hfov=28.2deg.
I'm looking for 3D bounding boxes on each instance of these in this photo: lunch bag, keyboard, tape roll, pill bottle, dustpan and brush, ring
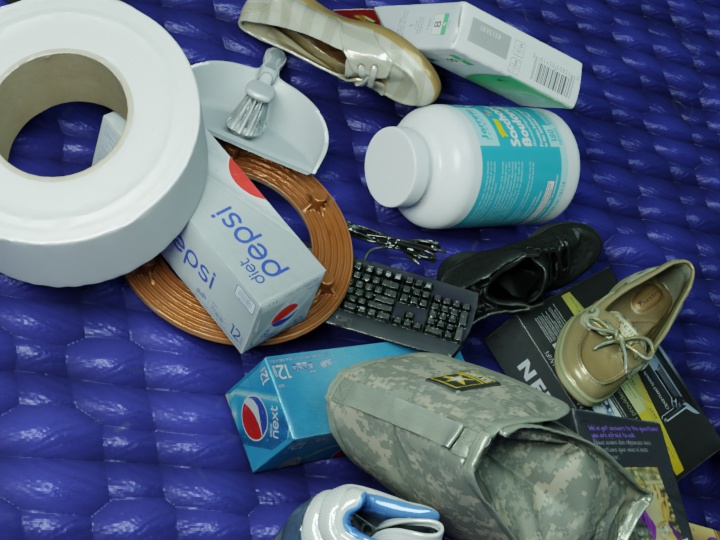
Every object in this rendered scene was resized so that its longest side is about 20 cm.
[{"bbox_3d":[0.086,0.135,1.033,0.200,0.163,0.119,40,76,-40],"label":"lunch bag"},{"bbox_3d":[0.000,0.000,1.164,0.197,0.021,0.128,16,43,3],"label":"keyboard"},{"bbox_3d":[-0.208,-0.094,1.015,0.199,0.071,0.205,0,65,0],"label":"tape roll"},{"bbox_3d":[0.100,-0.094,1.307,0.198,0.111,0.112,-4,63,-41],"label":"pill bottle"},{"bbox_3d":[-0.086,-0.153,1.229,0.138,0.058,0.200,23,16,-6],"label":"dustpan and brush"},{"bbox_3d":[-0.098,-0.030,1.127,0.197,0.019,0.203,10,52,-12],"label":"ring"}]

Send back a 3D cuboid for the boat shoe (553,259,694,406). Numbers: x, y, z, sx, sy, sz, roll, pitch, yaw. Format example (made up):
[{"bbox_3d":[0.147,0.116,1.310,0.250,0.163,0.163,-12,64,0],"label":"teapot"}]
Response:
[{"bbox_3d":[0.235,0.047,1.272,0.073,0.063,0.200,47,44,-1],"label":"boat shoe"}]

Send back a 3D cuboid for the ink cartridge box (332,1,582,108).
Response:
[{"bbox_3d":[0.084,-0.199,1.336,0.160,0.199,0.051,18,84,-37],"label":"ink cartridge box"}]

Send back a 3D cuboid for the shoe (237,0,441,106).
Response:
[{"bbox_3d":[-0.020,-0.194,1.275,0.198,0.070,0.054,31,64,13],"label":"shoe"}]

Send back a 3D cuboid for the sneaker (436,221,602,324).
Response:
[{"bbox_3d":[0.145,0.005,1.255,0.197,0.104,0.061,-14,103,-19],"label":"sneaker"}]

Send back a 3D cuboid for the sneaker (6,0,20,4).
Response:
[{"bbox_3d":[-0.212,-0.221,1.170,0.199,0.076,0.114,45,49,5],"label":"sneaker"}]

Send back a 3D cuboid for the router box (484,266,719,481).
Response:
[{"bbox_3d":[0.224,0.112,1.302,0.156,0.052,0.201,-21,75,-45],"label":"router box"}]

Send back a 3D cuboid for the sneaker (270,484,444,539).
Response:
[{"bbox_3d":[0.029,0.231,0.987,0.200,0.146,0.081,42,43,-5],"label":"sneaker"}]

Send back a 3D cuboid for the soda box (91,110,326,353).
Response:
[{"bbox_3d":[-0.116,-0.040,1.074,0.068,0.064,0.200,-27,67,-35],"label":"soda box"}]

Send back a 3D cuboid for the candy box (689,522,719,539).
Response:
[{"bbox_3d":[0.311,0.291,1.243,0.198,0.056,0.118,19,50,-27],"label":"candy box"}]

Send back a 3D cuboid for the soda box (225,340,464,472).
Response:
[{"bbox_3d":[-0.002,0.101,1.117,0.198,0.064,0.069,-5,64,-41],"label":"soda box"}]

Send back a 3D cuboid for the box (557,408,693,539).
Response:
[{"bbox_3d":[0.189,0.229,1.138,0.105,0.122,0.202,12,53,-33],"label":"box"}]
